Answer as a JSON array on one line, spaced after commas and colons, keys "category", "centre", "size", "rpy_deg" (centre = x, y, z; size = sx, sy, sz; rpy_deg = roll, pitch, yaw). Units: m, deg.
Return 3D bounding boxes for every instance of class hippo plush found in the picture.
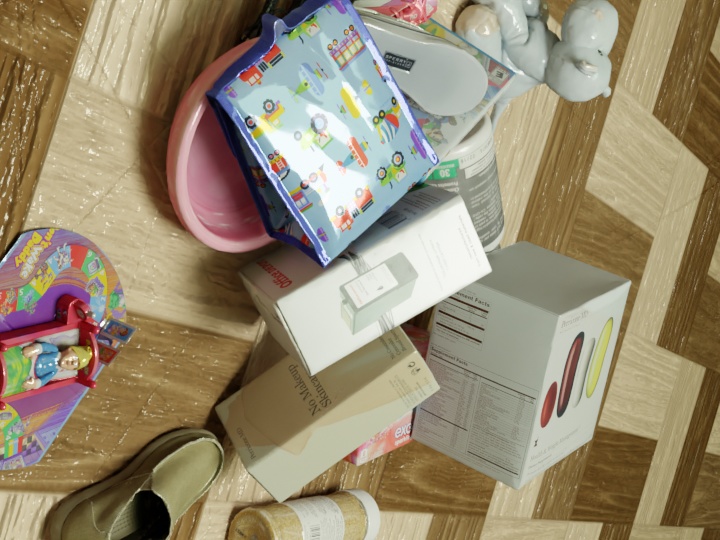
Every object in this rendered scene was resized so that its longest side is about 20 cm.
[{"category": "hippo plush", "centre": [0.210, -0.259, 1.403], "size": [0.159, 0.160, 0.202], "rpy_deg": [19, 88, -57]}]

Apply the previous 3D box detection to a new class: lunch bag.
[{"category": "lunch bag", "centre": [-0.039, -0.132, 1.040], "size": [0.150, 0.094, 0.201], "rpy_deg": [-43, 132, -19]}]

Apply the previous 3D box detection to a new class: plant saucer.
[{"category": "plant saucer", "centre": [-0.099, -0.117, 1.083], "size": [0.200, 0.051, 0.202], "rpy_deg": [-30, 134, -36]}]

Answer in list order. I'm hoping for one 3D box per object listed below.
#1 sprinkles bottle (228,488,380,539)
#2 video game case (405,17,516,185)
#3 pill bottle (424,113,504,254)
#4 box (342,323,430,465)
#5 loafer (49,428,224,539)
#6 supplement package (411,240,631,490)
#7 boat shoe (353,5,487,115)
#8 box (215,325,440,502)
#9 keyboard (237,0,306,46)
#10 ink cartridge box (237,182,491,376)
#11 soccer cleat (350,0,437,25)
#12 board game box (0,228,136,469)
[{"category": "sprinkles bottle", "centre": [-0.057, 0.281, 1.319], "size": [0.199, 0.068, 0.069], "rpy_deg": [6, 99, -56]}, {"category": "video game case", "centre": [0.054, -0.183, 1.223], "size": [0.200, 0.143, 0.018], "rpy_deg": [-48, 168, -37]}, {"category": "pill bottle", "centre": [0.104, -0.080, 1.366], "size": [0.113, 0.112, 0.201], "rpy_deg": [-45, 137, -36]}, {"category": "box", "centre": [0.023, 0.133, 1.350], "size": [0.199, 0.094, 0.104], "rpy_deg": [-12, 113, -54]}, {"category": "loafer", "centre": [-0.188, 0.211, 1.097], "size": [0.199, 0.067, 0.077], "rpy_deg": [-32, 128, -46]}, {"category": "supplement package", "centre": [0.179, 0.098, 1.336], "size": [0.191, 0.146, 0.202], "rpy_deg": [-19, 124, -53]}, {"category": "boat shoe", "centre": [0.040, -0.210, 1.156], "size": [0.199, 0.066, 0.074], "rpy_deg": [20, 118, -40]}, {"category": "box", "centre": [-0.033, 0.126, 1.192], "size": [0.199, 0.095, 0.078], "rpy_deg": [-36, 139, -2]}, {"category": "keyboard", "centre": [-0.065, -0.231, 1.140], "size": [0.202, 0.020, 0.127], "rpy_deg": [-66, 152, -14]}, {"category": "ink cartridge box", "centre": [0.000, 0.000, 1.140], "size": [0.199, 0.146, 0.085], "rpy_deg": [-29, 109, -11]}, {"category": "soccer cleat", "centre": [0.035, -0.263, 1.209], "size": [0.201, 0.073, 0.068], "rpy_deg": [-55, 161, -30]}, {"category": "board game box", "centre": [-0.251, 0.067, 0.969], "size": [0.201, 0.039, 0.158], "rpy_deg": [-59, 144, -23]}]
